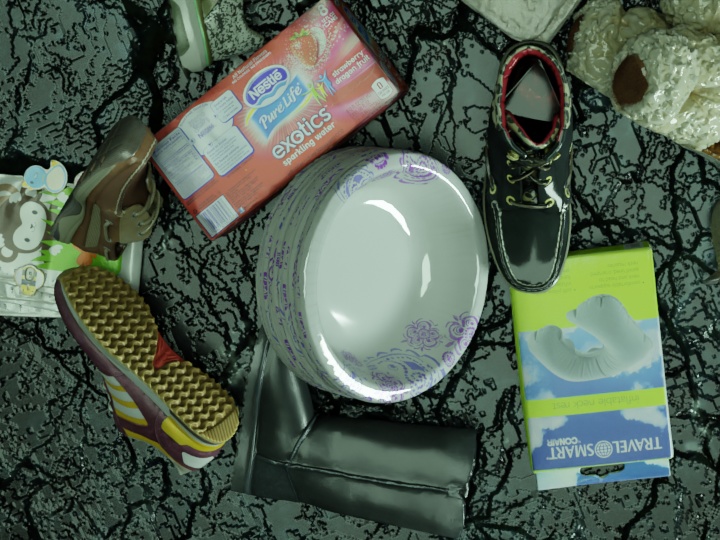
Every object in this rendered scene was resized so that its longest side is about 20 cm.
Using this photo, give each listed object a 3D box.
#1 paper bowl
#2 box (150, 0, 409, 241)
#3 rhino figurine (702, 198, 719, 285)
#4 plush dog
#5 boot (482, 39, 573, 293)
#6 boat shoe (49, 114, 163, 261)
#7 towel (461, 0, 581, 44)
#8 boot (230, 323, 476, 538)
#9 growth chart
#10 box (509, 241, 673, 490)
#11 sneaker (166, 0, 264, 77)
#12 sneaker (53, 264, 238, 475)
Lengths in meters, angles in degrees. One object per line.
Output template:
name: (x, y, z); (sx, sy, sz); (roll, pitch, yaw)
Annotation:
paper bowl: (0.000, 0.000, 1.555); (0.104, 0.200, 0.203); (12, 102, 49)
box: (-0.068, -0.125, 1.577); (0.200, 0.095, 0.100); (-38, 91, 9)
rhino figurine: (0.330, -0.046, 1.567); (0.087, 0.060, 0.202); (18, 101, 20)
plush dog: (0.273, -0.186, 1.502); (0.160, 0.200, 0.173); (27, 102, -17)
boot: (0.130, -0.079, 1.503); (0.073, 0.154, 0.206); (1, 94, 5)
boat shoe: (-0.190, -0.062, 1.550); (0.072, 0.200, 0.076); (33, 66, -8)
towel: (0.108, -0.285, 1.571); (0.200, 0.034, 0.133); (39, 98, 0)
boot: (0.002, 0.130, 1.620); (0.198, 0.066, 0.166); (11, 107, 7)
growth chart: (-0.278, -0.021, 1.652); (0.198, 0.018, 0.146); (-2, 98, 4)
box: (0.192, 0.083, 1.606); (0.121, 0.048, 0.202); (-7, 96, 7)
sneaker: (-0.120, -0.263, 1.585); (0.088, 0.077, 0.202); (-7, 102, -7)
sneaker: (-0.196, 0.088, 1.624); (0.200, 0.075, 0.090); (48, 132, 4)
